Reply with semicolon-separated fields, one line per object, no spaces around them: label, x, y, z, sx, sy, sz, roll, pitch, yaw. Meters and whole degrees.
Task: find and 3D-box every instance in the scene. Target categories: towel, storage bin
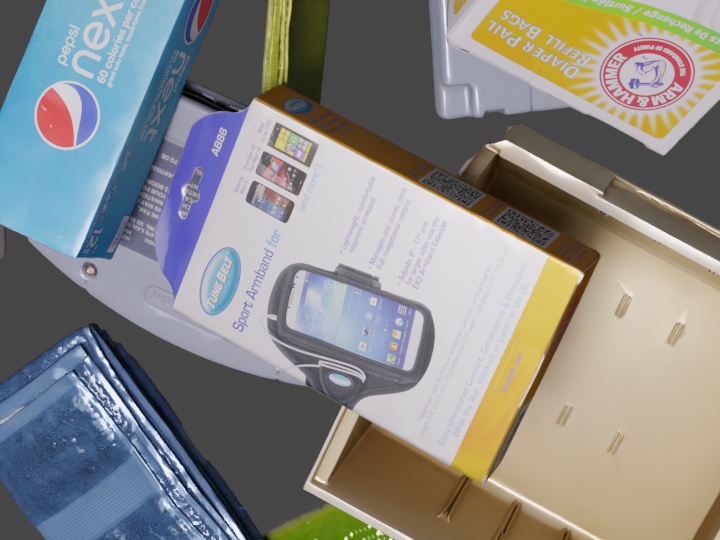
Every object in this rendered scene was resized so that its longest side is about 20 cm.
towel;-0.022;-0.163;0.992;0.018;0.086;0.201;11;111;14
towel;-0.131;0.135;1.145;0.111;0.049;0.200;-34;95;25
storage bin;0.109;0.062;1.021;0.199;0.094;0.199;29;114;7

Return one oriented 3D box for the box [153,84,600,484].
box;0.000;0.000;0.966;0.199;0.041;0.120;30;114;13

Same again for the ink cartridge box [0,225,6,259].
ink cartridge box;-0.302;-0.074;1.110;0.199;0.083;0.146;5;109;16

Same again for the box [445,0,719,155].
box;0.130;-0.158;0.780;0.112;0.102;0.200;26;132;-20

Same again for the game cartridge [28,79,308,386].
game cartridge;-0.074;-0.021;1.083;0.199;0.041;0.134;25;110;8

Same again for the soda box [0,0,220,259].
soda box;-0.124;-0.110;1.022;0.068;0.064;0.201;24;93;9

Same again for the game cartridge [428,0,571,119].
game cartridge;0.127;-0.146;0.936;0.199;0.042;0.134;-7;104;-10
